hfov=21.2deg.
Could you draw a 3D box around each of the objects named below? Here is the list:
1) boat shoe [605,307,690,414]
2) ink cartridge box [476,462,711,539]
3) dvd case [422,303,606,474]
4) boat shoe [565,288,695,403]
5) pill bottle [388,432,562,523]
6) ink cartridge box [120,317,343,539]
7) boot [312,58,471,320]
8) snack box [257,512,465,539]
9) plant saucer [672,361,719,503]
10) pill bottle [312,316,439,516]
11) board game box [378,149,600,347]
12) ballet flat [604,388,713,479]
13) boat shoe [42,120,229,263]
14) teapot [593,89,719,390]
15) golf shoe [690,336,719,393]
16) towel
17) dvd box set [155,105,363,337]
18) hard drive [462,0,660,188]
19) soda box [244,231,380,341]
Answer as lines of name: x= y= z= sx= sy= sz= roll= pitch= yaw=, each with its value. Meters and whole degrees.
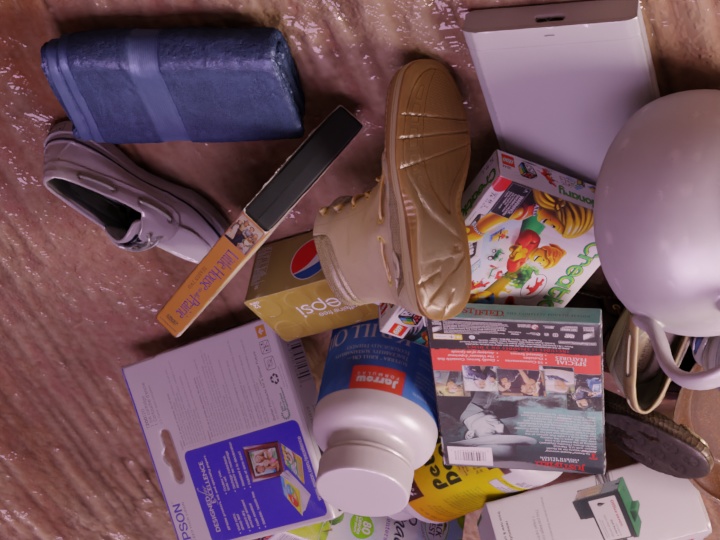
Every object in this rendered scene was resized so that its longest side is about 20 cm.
boat shoe: x=0.254 y=0.023 z=1.583 sx=0.073 sy=0.063 sz=0.201 roll=9 pitch=122 yaw=-14
ink cartridge box: x=0.221 y=0.245 z=1.838 sx=0.199 sy=0.085 sz=0.146 roll=-15 pitch=166 yaw=-4
dvd case: x=0.134 y=0.102 z=1.620 sx=0.145 sy=0.022 sz=0.201 roll=2 pitch=136 yaw=11
boat shoe: x=0.228 y=0.057 z=1.679 sx=0.199 sy=0.071 sz=0.070 roll=22 pitch=152 yaw=-29
pill bottle: x=0.098 y=0.177 z=1.843 sx=0.109 sy=0.110 sz=0.200 roll=34 pitch=138 yaw=-28
ink cartridge box: x=-0.119 y=0.156 z=1.825 sx=0.199 sy=0.199 sz=0.043 roll=-19 pitch=179 yaw=35
boot: x=0.021 y=-0.065 z=1.530 sx=0.073 sy=0.201 sz=0.155 roll=-10 pitch=-172 yaw=-30
snack box: x=0.006 y=0.240 z=1.926 sx=0.199 sy=0.143 sz=0.053 roll=23 pitch=142 yaw=-16
plant saucer: x=0.363 y=0.116 z=1.687 sx=0.199 sy=0.037 sz=0.201 roll=-5 pitch=116 yaw=-11
pill bottle: x=0.019 y=0.110 z=1.695 sx=0.112 sy=0.201 sz=0.112 roll=7 pitch=144 yaw=5
board game box: x=0.115 y=-0.003 z=1.567 sx=0.126 sy=0.035 sz=0.200 roll=18 pitch=132 yaw=-21
ballet flat: x=0.226 y=0.126 z=1.671 sx=0.200 sy=0.046 sz=0.068 roll=20 pitch=142 yaw=40
boat shoe: x=-0.197 y=-0.047 z=1.651 sx=0.200 sy=0.067 sz=0.073 roll=33 pitch=139 yaw=-28
teapot: x=0.276 y=-0.038 z=1.409 sx=0.146 sy=0.197 sz=0.201 roll=6 pitch=111 yaw=50
golf shoe: x=0.336 y=0.023 z=1.548 sx=0.078 sy=0.097 sz=0.201 roll=8 pitch=123 yaw=-12
towel: x=-0.145 y=-0.149 z=1.515 sx=0.199 sy=0.049 sz=0.112 roll=1 pitch=143 yaw=15
dvd box set: x=-0.084 y=-0.038 z=1.561 sx=0.029 sy=0.146 sz=0.200 roll=41 pitch=144 yaw=-3
hard drive: x=0.165 y=-0.127 z=1.481 sx=0.131 sy=0.026 sz=0.200 roll=-2 pitch=142 yaw=18
soda box: x=0.000 y=0.000 z=1.666 sx=0.199 sy=0.064 sz=0.068 roll=-15 pitch=137 yaw=32
